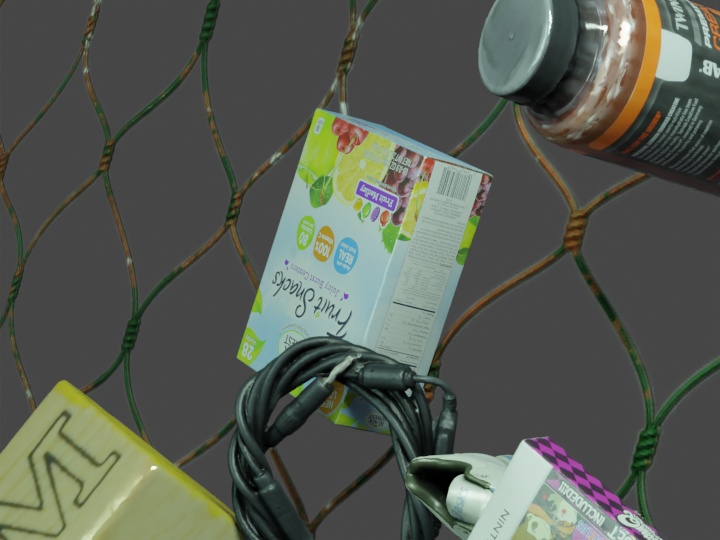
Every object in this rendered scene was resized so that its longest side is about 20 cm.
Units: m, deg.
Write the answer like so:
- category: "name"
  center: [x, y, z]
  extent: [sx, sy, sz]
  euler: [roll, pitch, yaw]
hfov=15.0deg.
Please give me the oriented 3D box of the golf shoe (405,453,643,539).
- category: "golf shoe"
  center: [0.099, 0.162, 1.697]
  extent: [0.200, 0.097, 0.078]
  euler: [19, 92, 58]

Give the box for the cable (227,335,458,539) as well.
- category: "cable"
  center: [-0.018, 0.149, 1.869]
  extent: [0.163, 0.051, 0.200]
  euler: [12, 103, 18]

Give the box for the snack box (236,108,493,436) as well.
- category: "snack box"
  center: [0.000, 0.000, 1.963]
  extent: [0.169, 0.068, 0.200]
  euler: [27, 102, 59]

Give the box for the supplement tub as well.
- category: "supplement tub"
  center: [0.169, -0.111, 1.600]
  extent: [0.107, 0.200, 0.107]
  euler: [-30, 53, 50]

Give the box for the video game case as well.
- category: "video game case"
  center: [0.129, 0.228, 1.605]
  extent: [0.200, 0.036, 0.181]
  euler: [42, 115, 32]

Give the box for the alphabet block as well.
- category: "alphabet block"
  center: [-0.184, 0.231, 1.985]
  extent: [0.200, 0.195, 0.196]
  euler: [-52, 33, -4]
